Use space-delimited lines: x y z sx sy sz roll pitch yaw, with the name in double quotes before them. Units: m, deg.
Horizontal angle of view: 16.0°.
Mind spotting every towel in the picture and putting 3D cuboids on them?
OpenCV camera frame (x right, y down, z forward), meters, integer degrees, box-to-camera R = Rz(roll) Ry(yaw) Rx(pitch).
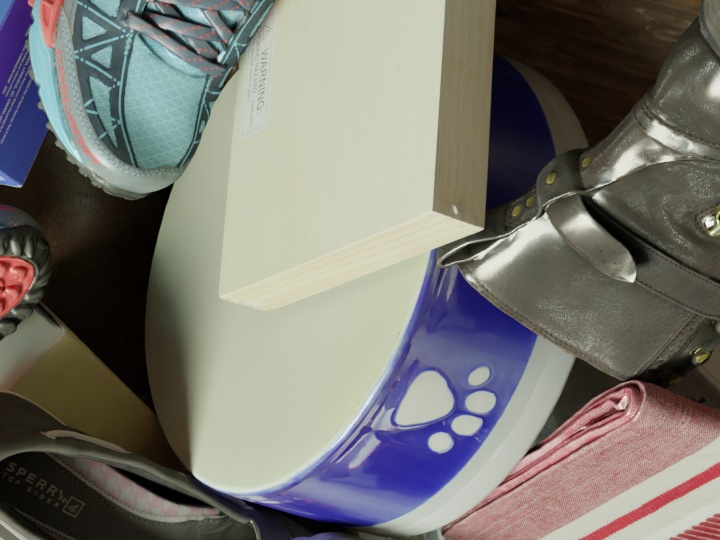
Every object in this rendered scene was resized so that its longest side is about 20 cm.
"towel" 0.151 0.094 1.003 0.200 0.023 0.144 16 150 -25

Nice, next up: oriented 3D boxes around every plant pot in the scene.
"plant pot" -0.152 -0.013 1.162 0.200 0.200 0.198 11 122 37

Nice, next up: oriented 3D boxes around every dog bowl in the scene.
"dog bowl" 0.000 0.000 1.012 0.079 0.200 0.200 18 158 -34

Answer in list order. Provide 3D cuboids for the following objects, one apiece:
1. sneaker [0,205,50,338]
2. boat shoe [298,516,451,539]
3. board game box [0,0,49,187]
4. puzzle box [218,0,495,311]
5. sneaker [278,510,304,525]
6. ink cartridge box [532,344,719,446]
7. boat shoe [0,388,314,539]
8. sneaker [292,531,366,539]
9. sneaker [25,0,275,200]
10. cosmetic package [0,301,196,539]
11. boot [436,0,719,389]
"sneaker" -0.220 -0.009 1.040 0.200 0.096 0.079 -10 137 14
"boat shoe" 0.007 0.058 1.147 0.074 0.065 0.202 5 102 62
"board game box" -0.157 -0.138 1.045 0.134 0.200 0.045 10 160 39
"puzzle box" 0.002 -0.094 0.956 0.025 0.200 0.133 17 157 -33
"sneaker" -0.022 0.162 1.220 0.084 0.121 0.200 17 135 59
"ink cartridge box" 0.114 0.081 1.099 0.099 0.039 0.200 44 143 5
"boat shoe" -0.079 0.111 1.014 0.200 0.067 0.057 30 -179 -26
"sneaker" 0.050 0.143 1.030 0.081 0.075 0.200 -35 137 30
"sneaker" -0.064 -0.126 0.972 0.079 0.200 0.096 18 171 -35
"cosmetic package" -0.102 0.115 1.078 0.200 0.105 0.071 45 173 -25
"boot" 0.149 -0.016 0.893 0.200 0.069 0.174 25 131 -16
